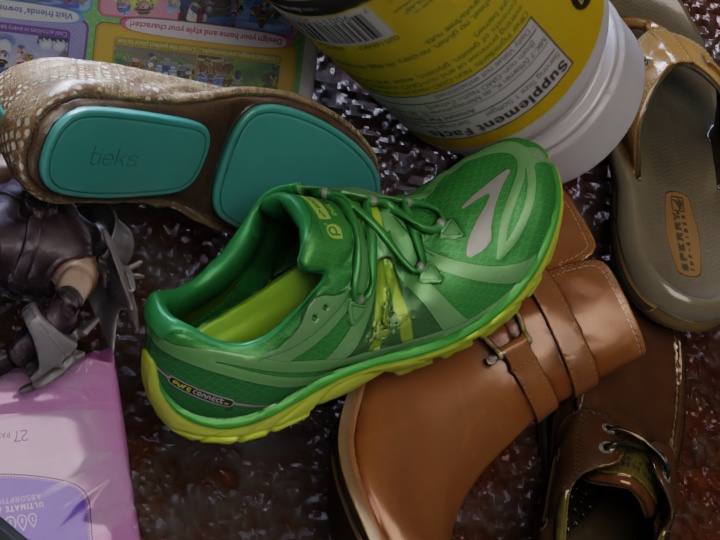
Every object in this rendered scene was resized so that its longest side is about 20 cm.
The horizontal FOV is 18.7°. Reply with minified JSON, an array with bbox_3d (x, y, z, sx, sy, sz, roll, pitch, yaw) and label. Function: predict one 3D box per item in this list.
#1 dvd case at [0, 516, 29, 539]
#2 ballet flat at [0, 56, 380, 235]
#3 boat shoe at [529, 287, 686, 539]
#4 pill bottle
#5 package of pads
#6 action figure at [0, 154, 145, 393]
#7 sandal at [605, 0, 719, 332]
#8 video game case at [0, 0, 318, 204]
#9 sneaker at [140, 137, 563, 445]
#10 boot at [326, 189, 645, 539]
[{"bbox_3d":[-0.231,0.111,0.837,0.199,0.022,0.146,36,88,13],"label":"dvd case"},{"bbox_3d":[-0.074,-0.057,0.922,0.199,0.065,0.071,12,110,-48],"label":"ballet flat"},{"bbox_3d":[0.116,0.098,0.984,0.071,0.068,0.201,17,71,-12],"label":"boat shoe"},{"bbox_3d":[0.038,-0.121,0.946,0.200,0.114,0.115,38,62,-47],"label":"pill bottle"},{"bbox_3d":[-0.146,0.137,0.884,0.120,0.076,0.202,-6,78,-16],"label":"package of pads"},{"bbox_3d":[-0.170,-0.010,0.872,0.199,0.070,0.130,3,30,-41],"label":"action figure"},{"bbox_3d":[0.145,-0.069,1.033,0.080,0.054,0.201,2,62,-20],"label":"sandal"},{"bbox_3d":[-0.113,-0.123,0.953,0.198,0.022,0.184,5,98,-17],"label":"video game case"},{"bbox_3d":[0.000,0.000,0.898,0.199,0.084,0.074,-30,48,-14],"label":"sneaker"},{"bbox_3d":[0.053,0.063,0.960,0.154,0.077,0.201,-16,63,-12],"label":"boot"}]
